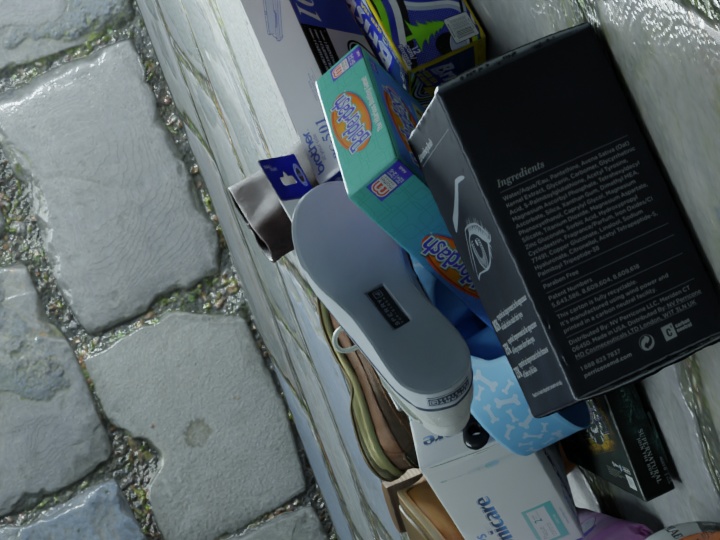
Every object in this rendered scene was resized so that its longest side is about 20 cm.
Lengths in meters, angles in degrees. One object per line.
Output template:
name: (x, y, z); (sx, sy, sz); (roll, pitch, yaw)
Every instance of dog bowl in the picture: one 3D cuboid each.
dog bowl: (0.078, 0.042, 1.539); (0.201, 0.050, 0.111); (54, -164, 13)

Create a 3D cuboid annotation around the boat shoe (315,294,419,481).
boat shoe: (0.018, 0.066, 1.805); (0.072, 0.067, 0.202); (14, -124, -65)

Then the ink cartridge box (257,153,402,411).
ink cartridge box: (0.000, 0.000, 1.577); (0.201, 0.037, 0.095); (58, -165, 3)

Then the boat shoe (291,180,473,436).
boat shoe: (0.019, 0.031, 1.470); (0.202, 0.074, 0.086); (53, 165, 37)

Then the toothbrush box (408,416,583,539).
toothbrush box: (0.089, 0.101, 1.691); (0.201, 0.085, 0.147); (-100, -15, -44)

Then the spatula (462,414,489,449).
spatula: (0.087, 0.038, 1.616); (0.021, 0.056, 0.202); (63, -154, -59)

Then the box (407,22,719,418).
box: (0.119, -0.025, 1.333); (0.148, 0.104, 0.201); (130, 117, -81)

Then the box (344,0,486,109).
box: (0.020, -0.211, 1.589); (0.070, 0.064, 0.201); (82, 163, -63)

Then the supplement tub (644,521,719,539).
supplement tub: (0.207, 0.226, 1.408); (0.200, 0.122, 0.123); (100, 146, -74)

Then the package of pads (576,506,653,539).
package of pads: (0.165, 0.244, 1.716); (0.076, 0.120, 0.200); (53, 172, -4)

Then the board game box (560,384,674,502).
board game box: (0.163, 0.086, 1.615); (0.200, 0.028, 0.136); (-159, 47, -79)

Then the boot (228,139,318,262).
boot: (-0.037, -0.105, 1.865); (0.073, 0.165, 0.201); (72, 172, -45)

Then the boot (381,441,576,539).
boot: (0.106, 0.179, 1.793); (0.200, 0.153, 0.074); (-126, 18, -72)

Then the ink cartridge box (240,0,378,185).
ink cartridge box: (-0.023, -0.152, 1.615); (0.094, 0.044, 0.201); (5, -126, -49)

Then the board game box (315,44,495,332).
board game box: (0.059, -0.043, 1.501); (0.200, 0.045, 0.153); (42, -162, -30)
